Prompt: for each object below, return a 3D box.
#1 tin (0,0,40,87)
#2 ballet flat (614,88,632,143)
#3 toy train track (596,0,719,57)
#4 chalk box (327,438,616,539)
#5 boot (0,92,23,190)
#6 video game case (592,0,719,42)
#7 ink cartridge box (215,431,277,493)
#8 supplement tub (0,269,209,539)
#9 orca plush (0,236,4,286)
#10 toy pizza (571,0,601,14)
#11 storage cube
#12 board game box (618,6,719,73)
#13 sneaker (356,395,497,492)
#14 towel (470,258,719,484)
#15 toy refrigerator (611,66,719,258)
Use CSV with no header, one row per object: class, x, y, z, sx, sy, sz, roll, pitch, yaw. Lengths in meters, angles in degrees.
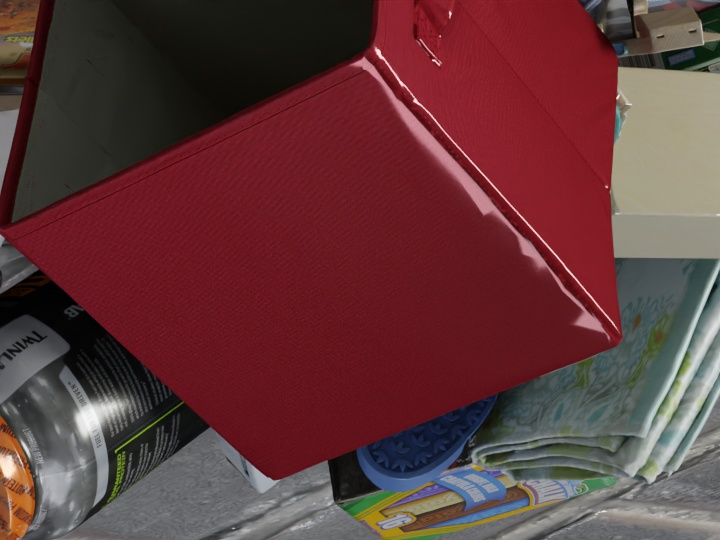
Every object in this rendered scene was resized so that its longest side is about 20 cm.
tin,-0.128,-0.122,1.137,0.199,0.042,0.112,-1,151,-25
ballet flat,0.057,-0.045,1.210,0.071,0.072,0.200,1,146,-29
toy train track,0.117,-0.113,1.175,0.114,0.033,0.200,-10,-175,-7
chalk box,0.083,0.079,1.608,0.199,0.126,0.124,-16,157,12
boot,-0.173,-0.058,1.188,0.199,0.073,0.090,8,-165,-20
video game case,0.217,-0.124,1.329,0.199,0.023,0.182,-12,157,-1
ink cartridge box,0.000,0.000,1.325,0.199,0.041,0.200,-39,151,-16
supplement tub,-0.151,0.060,1.343,0.200,0.123,0.122,-36,179,-45
orca plush,-0.222,-0.014,1.296,0.200,0.105,0.071,-56,177,28
toy pizza,0.020,-0.164,1.057,0.199,0.032,0.201,6,141,5
storage cube,-0.014,-0.053,1.029,0.199,0.172,0.180,-24,130,27
board game box,0.235,-0.110,1.309,0.199,0.029,0.135,-19,156,13
sneaker,0.051,0.056,1.462,0.070,0.200,0.078,25,145,9
towel,0.150,0.028,1.410,0.048,0.201,0.171,38,160,-21
toy refrigerator,0.177,-0.050,1.270,0.199,0.076,0.070,0,162,-32
